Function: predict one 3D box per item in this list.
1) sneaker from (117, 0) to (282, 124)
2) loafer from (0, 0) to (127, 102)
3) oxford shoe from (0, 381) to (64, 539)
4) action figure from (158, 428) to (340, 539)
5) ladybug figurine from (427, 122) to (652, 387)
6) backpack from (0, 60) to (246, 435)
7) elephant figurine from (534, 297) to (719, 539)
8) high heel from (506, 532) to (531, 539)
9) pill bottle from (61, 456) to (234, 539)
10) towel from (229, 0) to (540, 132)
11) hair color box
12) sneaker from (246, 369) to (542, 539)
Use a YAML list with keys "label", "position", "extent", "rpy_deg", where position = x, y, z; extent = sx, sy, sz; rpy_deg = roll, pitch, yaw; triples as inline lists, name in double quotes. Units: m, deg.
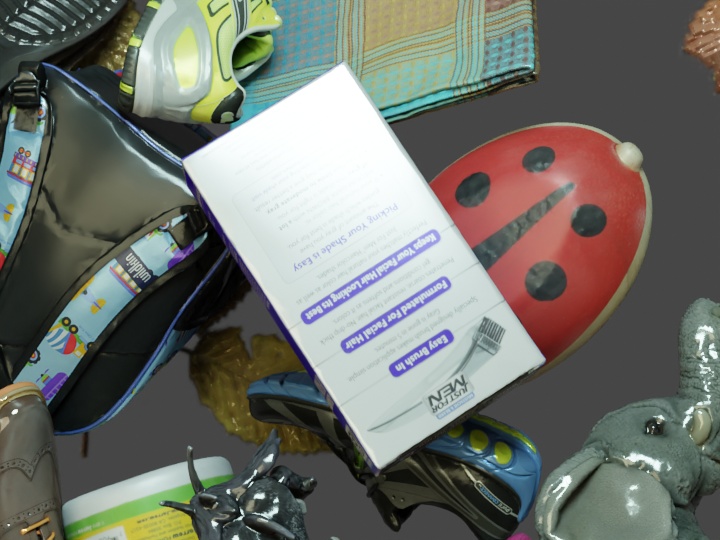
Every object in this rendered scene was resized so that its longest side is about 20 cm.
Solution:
- label: "sneaker"
  position: [-0.083, -0.159, 1.083]
  extent: [0.076, 0.075, 0.200]
  rpy_deg: [20, 55, -1]
- label: "loafer"
  position: [-0.230, -0.136, 1.138]
  extent: [0.073, 0.071, 0.200]
  rpy_deg: [42, 59, 9]
- label: "oxford shoe"
  position: [-0.194, 0.159, 1.051]
  extent: [0.073, 0.071, 0.200]
  rpy_deg: [30, 127, 36]
- label: "action figure"
  position: [-0.039, 0.174, 1.023]
  extent: [0.200, 0.119, 0.102]
  rpy_deg: [35, 147, -17]
- label: "ladybug figurine"
  position: [0.083, -0.008, 1.041]
  extent: [0.200, 0.072, 0.136]
  rpy_deg: [-44, 74, 15]
- label: "backpack"
  position: [-0.169, -0.007, 1.101]
  extent: [0.182, 0.135, 0.200]
  rpy_deg: [35, 103, 8]
- label: "elephant figurine"
  position: [0.157, 0.140, 0.991]
  extent: [0.142, 0.155, 0.200]
  rpy_deg: [-52, 56, 48]
- label: "high heel"
  position: [0.082, 0.211, 0.985]
  extent: [0.067, 0.200, 0.096]
  rpy_deg: [29, 77, 16]
- label: "pill bottle"
  position: [-0.105, 0.224, 1.089]
  extent: [0.111, 0.111, 0.200]
  rpy_deg: [-21, 81, 20]
- label: "towel"
  position: [0.010, -0.143, 1.066]
  extent: [0.200, 0.022, 0.147]
  rpy_deg: [-15, 52, 21]
- label: "hair color box"
  position: [0.000, 0.000, 0.977]
  extent: [0.109, 0.065, 0.200]
  rpy_deg: [-32, 81, -7]
- label: "sneaker"
  position: [0.011, 0.110, 1.065]
  extent: [0.199, 0.071, 0.083]
  rpy_deg: [20, 106, 26]
